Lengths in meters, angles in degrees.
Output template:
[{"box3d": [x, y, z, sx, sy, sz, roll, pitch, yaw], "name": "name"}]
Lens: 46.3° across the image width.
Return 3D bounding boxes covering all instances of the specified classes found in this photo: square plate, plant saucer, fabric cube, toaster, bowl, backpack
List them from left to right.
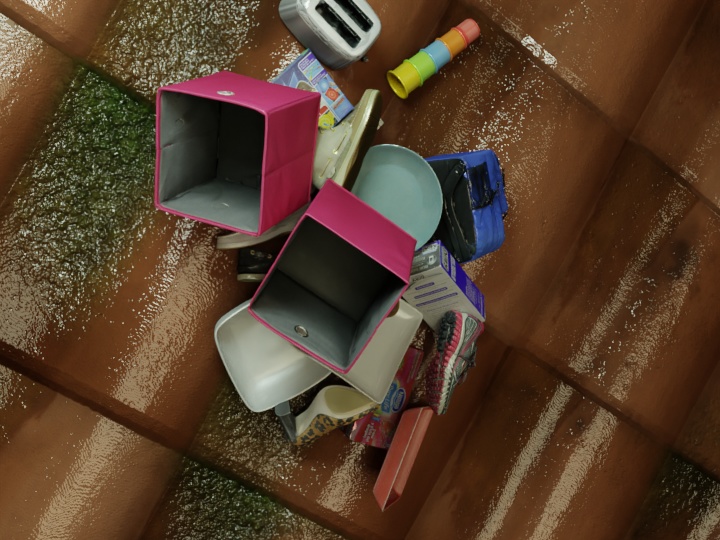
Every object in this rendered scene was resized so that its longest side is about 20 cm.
[{"box3d": [-0.196, -0.197, 1.366, 0.193, 0.199, 0.203, 15, 115, 18], "name": "fabric cube"}, {"box3d": [-0.159, 0.132, 1.548, 0.198, 0.075, 0.202, -27, 110, -12], "name": "bowl"}, {"box3d": [-0.046, -0.437, 1.486, 0.200, 0.129, 0.114, 43, 84, -19], "name": "toaster"}, {"box3d": [-0.042, 0.005, 1.383, 0.195, 0.200, 0.201, 32, 112, -6], "name": "fabric cube"}, {"box3d": [-0.006, 0.109, 1.529, 0.197, 0.028, 0.202, 34, 62, -8], "name": "square plate"}, {"box3d": [0.049, -0.125, 1.510, 0.197, 0.039, 0.205, 2, 104, 8], "name": "plant saucer"}, {"box3d": [0.081, 0.349, 1.620, 0.036, 0.200, 0.203, 20, 87, 14], "name": "plant saucer"}, {"box3d": [0.200, -0.121, 1.596, 0.166, 0.161, 0.204, -17, 101, -36], "name": "backpack"}]

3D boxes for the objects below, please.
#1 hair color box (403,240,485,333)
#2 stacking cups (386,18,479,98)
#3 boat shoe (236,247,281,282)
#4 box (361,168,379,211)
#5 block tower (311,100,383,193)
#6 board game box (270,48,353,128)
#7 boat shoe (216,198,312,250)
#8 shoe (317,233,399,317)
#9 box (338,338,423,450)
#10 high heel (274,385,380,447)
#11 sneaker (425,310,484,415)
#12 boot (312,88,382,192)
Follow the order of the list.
[{"box3d": [0.147, 0.035, 1.586, 0.200, 0.108, 0.066, 45, 37, -44], "name": "hair color box"}, {"box3d": [0.139, -0.409, 1.595, 0.199, 0.060, 0.061, -42, 108, -13], "name": "stacking cups"}, {"box3d": [-0.129, -0.007, 1.545, 0.198, 0.073, 0.064, 5, 81, -26], "name": "boat shoe"}, {"box3d": [0.034, -0.128, 1.582, 0.067, 0.082, 0.204, -16, 104, -16], "name": "box"}, {"box3d": [-0.043, -0.230, 1.554, 0.200, 0.058, 0.054, -46, 109, -9], "name": "block tower"}, {"box3d": [-0.126, -0.282, 1.528, 0.200, 0.034, 0.136, -43, 107, -9], "name": "board game box"}, {"box3d": [-0.174, -0.090, 1.524, 0.197, 0.071, 0.070, -20, 102, -24], "name": "boat shoe"}, {"box3d": [0.000, 0.000, 1.512, 0.070, 0.053, 0.200, -39, 100, 18], "name": "shoe"}, {"box3d": [0.035, 0.227, 1.619, 0.094, 0.100, 0.203, 18, 91, -20], "name": "box"}, {"box3d": [-0.052, 0.280, 1.574, 0.196, 0.072, 0.144, -7, 141, 6], "name": "high heel"}, {"box3d": [0.178, 0.181, 1.590, 0.073, 0.081, 0.203, 12, 102, -21], "name": "sneaker"}, {"box3d": [-0.058, -0.240, 1.460, 0.153, 0.072, 0.203, 28, 104, 16], "name": "boot"}]
